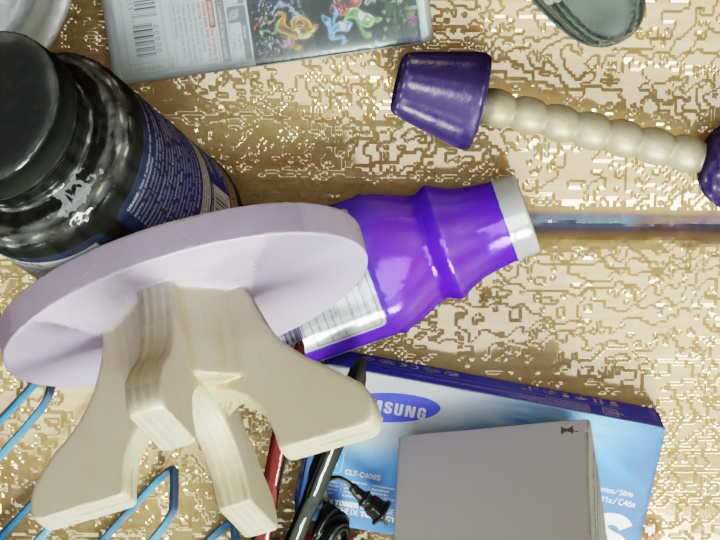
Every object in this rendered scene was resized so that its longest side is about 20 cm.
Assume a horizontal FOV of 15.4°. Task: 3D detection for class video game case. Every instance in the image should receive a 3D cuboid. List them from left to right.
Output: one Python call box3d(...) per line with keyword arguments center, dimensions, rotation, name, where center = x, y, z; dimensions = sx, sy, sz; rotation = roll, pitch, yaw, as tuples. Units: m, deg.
box3d(center=(-0.062, -0.213, 1.478), dimensions=(0.181, 0.023, 0.200), rotation=(-8, 101, 1), name="video game case")

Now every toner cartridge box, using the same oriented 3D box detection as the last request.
box3d(center=(0.068, 0.111, 1.539), dimensions=(0.200, 0.043, 0.095), rotation=(10, 101, -3), name="toner cartridge box")

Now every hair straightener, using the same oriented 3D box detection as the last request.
box3d(center=(-0.022, 0.141, 1.488), dimensions=(0.077, 0.041, 0.200), rotation=(12, 106, -3), name="hair straightener")

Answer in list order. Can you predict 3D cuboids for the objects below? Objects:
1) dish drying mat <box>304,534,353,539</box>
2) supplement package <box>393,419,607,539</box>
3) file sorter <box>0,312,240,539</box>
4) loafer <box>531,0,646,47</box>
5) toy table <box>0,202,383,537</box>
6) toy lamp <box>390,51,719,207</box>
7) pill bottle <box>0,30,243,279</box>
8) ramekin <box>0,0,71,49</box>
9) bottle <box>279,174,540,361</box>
box3d(center=(-0.003, 0.244, 1.561), dimensions=(0.077, 0.018, 0.200), rotation=(-15, 110, 24), name="dish drying mat")
box3d(center=(0.086, 0.196, 1.483), dimensions=(0.109, 0.114, 0.200), rotation=(-6, 125, 8), name="supplement package")
box3d(center=(-0.177, 0.134, 1.493), dimensions=(0.200, 0.139, 0.123), rotation=(42, 94, -9), name="file sorter")
box3d(center=(0.100, -0.210, 1.461), dimensions=(0.072, 0.063, 0.200), rotation=(-25, 101, 4), name="loafer")
box3d(center=(-0.085, 0.054, 1.378), dimensions=(0.200, 0.184, 0.117), rotation=(-23, 60, 19), name="toy table")
box3d(center=(0.117, -0.083, 1.493), dimensions=(0.200, 0.058, 0.058), rotation=(12, 102, -6), name="toy lamp")
box3d(center=(-0.149, -0.047, 1.406), dimensions=(0.112, 0.200, 0.112), rotation=(-9, 67, 21), name="pill bottle")
box3d(center=(-0.248, -0.181, 1.442), dimensions=(0.200, 0.098, 0.201), rotation=(0, 103, -2), name="ramekin")
box3d(center=(0.000, 0.000, 1.501), dimensions=(0.200, 0.065, 0.084), rotation=(-20, 87, 2), name="bottle")
